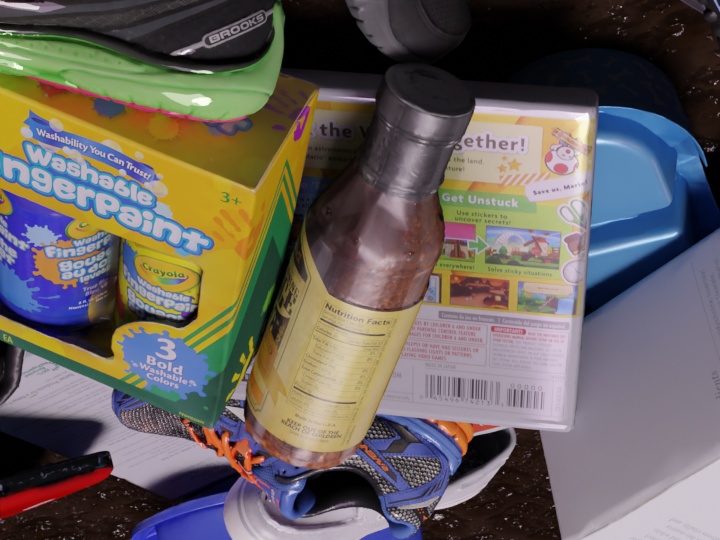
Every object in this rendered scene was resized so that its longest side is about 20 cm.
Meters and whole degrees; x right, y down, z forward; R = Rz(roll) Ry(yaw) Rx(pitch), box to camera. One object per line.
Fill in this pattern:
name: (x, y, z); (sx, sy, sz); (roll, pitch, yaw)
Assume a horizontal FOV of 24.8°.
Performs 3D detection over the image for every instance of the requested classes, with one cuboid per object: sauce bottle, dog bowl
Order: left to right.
sauce bottle: (0.000, 0.000, 0.732); (0.066, 0.066, 0.201); (11, 124, -15)
dog bowl: (0.126, -0.036, 0.825); (0.111, 0.050, 0.200); (-13, 143, 18)

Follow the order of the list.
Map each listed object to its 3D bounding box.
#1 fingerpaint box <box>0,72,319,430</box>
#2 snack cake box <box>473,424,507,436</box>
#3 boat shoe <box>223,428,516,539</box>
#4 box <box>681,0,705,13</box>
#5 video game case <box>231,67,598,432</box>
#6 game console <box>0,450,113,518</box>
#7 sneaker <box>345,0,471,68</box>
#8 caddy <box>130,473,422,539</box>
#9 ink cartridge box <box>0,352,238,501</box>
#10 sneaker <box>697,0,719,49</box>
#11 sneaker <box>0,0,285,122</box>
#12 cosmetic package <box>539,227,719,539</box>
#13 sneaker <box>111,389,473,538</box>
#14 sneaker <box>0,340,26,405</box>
fingerpaint box: (-0.132, -0.037, 0.716); (0.199, 0.073, 0.167); (23, 139, 6)
snack cake box: (0.032, 0.016, 0.882); (0.115, 0.067, 0.200); (-17, 141, 21)
boat shoe: (0.012, 0.124, 0.981); (0.199, 0.072, 0.069); (-3, 151, -36)
box: (0.169, -0.153, 0.673); (0.199, 0.035, 0.110); (23, 139, -28)
video game case: (0.008, -0.008, 0.775); (0.199, 0.023, 0.183); (5, 125, 9)
game console: (-0.269, 0.103, 0.995); (0.172, 0.119, 0.200); (-14, 174, -30)
sneaker: (0.025, -0.156, 0.638); (0.081, 0.073, 0.200); (-8, 144, 11)
caddy: (-0.049, 0.178, 1.074); (0.199, 0.105, 0.141); (-7, 160, -15)
ink cartridge box: (-0.116, 0.065, 0.967); (0.198, 0.044, 0.200); (-25, 141, 32)
sneaker: (0.161, -0.115, 0.644); (0.077, 0.070, 0.200); (3, 139, 4)
sneaker: (-0.123, -0.114, 0.608); (0.199, 0.084, 0.077); (15, -178, -10)
cosmetic package: (0.228, 0.075, 0.834); (0.199, 0.123, 0.200); (27, 129, -36)
sneaker: (-0.043, 0.090, 0.873); (0.199, 0.079, 0.075); (9, 152, 16)
sneaker: (-0.231, 0.031, 0.862); (0.075, 0.116, 0.200); (25, 138, -30)
